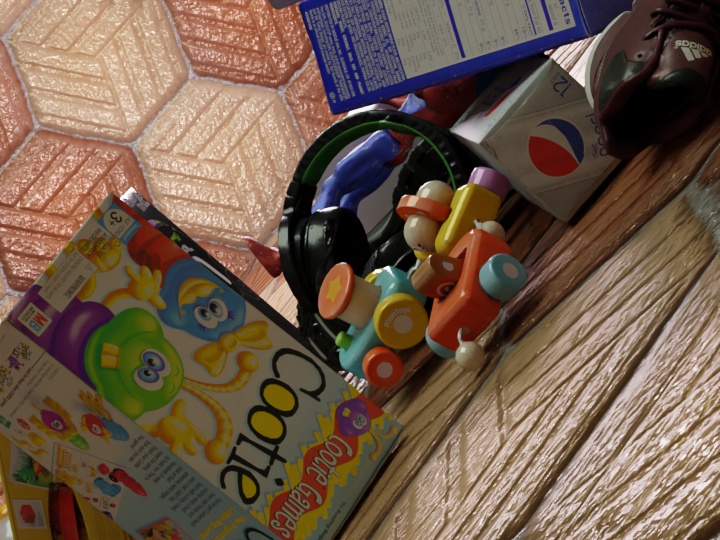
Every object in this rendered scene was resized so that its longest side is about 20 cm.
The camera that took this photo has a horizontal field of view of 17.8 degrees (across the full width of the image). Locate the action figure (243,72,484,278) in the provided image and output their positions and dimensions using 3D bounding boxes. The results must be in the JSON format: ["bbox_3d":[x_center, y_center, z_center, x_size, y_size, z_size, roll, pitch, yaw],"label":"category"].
[{"bbox_3d":[-0.003,-0.093,1.490,0.200,0.099,0.065,-41,-19,10],"label":"action figure"}]

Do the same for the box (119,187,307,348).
[{"bbox_3d":[-0.129,0.062,1.574,0.124,0.200,0.149,-48,5,12],"label":"box"}]

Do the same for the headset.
[{"bbox_3d":[0.000,0.000,1.406,0.094,0.123,0.200,5,-83,-66],"label":"headset"}]

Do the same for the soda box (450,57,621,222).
[{"bbox_3d":[0.103,-0.078,1.327,0.063,0.068,0.200,-48,6,3],"label":"soda box"}]

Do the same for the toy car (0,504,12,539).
[{"bbox_3d":[-0.329,0.261,2.142,0.200,0.177,0.184,-38,17,2],"label":"toy car"}]

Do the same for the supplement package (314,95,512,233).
[{"bbox_3d":[0.050,-0.092,1.630,0.114,0.110,0.200,-48,6,21],"label":"supplement package"}]

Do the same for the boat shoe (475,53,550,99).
[{"bbox_3d":[0.063,-0.162,1.522,0.084,0.200,0.069,-51,4,31],"label":"boat shoe"}]

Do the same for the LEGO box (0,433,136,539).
[{"bbox_3d":[-0.147,0.122,1.378,0.149,0.077,0.200,-59,-35,-61],"label":"LEGO box"}]

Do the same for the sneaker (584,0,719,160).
[{"bbox_3d":[0.178,-0.131,1.126,0.200,0.076,0.116,-59,6,27],"label":"sneaker"}]

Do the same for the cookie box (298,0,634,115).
[{"bbox_3d":[0.095,-0.163,1.331,0.200,0.075,0.171,-13,8,43],"label":"cookie box"}]

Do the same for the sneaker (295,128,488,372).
[{"bbox_3d":[0.034,-0.010,1.497,0.200,0.074,0.079,-50,-17,24],"label":"sneaker"}]

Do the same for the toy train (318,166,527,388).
[{"bbox_3d":[0.023,0.018,1.253,0.200,0.056,0.150,-47,20,47],"label":"toy train"}]

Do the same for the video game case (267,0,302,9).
[{"bbox_3d":[0.034,-0.253,1.429,0.182,0.022,0.200,-18,37,23],"label":"video game case"}]

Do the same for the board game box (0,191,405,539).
[{"bbox_3d":[-0.097,0.074,1.220,0.103,0.200,0.105,-54,6,-35],"label":"board game box"}]
